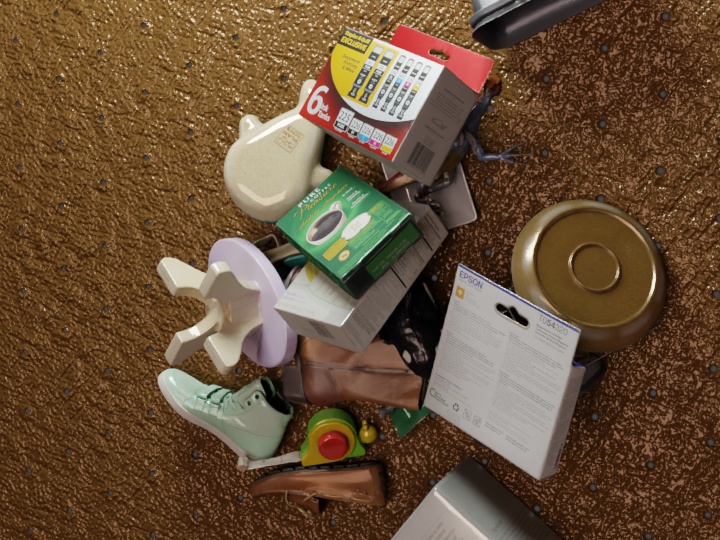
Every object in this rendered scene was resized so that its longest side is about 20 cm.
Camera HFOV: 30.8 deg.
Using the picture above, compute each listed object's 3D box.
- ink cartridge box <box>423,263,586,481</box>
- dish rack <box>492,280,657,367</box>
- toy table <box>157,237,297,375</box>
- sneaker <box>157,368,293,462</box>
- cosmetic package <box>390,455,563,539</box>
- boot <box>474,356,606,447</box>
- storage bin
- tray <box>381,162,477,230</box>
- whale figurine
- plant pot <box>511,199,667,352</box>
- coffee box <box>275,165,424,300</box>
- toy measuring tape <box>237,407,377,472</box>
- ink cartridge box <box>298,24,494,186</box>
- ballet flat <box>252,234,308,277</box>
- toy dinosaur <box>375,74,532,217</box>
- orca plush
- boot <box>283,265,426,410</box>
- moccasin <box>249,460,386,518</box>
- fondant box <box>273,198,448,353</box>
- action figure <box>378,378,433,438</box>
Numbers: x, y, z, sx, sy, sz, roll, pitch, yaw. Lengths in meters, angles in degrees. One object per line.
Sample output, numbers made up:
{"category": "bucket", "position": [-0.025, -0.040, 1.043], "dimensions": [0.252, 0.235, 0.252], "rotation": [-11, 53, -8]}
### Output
{"category": "ink cartridge box", "position": [0.177, 0.118, 1.579], "dimensions": [0.196, 0.043, 0.202], "rotation": [31, 117, 38]}
{"category": "dish rack", "position": [0.264, 0.050, 1.627], "dimensions": [0.199, 0.055, 0.155], "rotation": [-29, 75, 2]}
{"category": "toy table", "position": [-0.182, 0.050, 1.736], "dimensions": [0.200, 0.116, 0.185], "rotation": [44, 127, 33]}
{"category": "sneaker", "position": [-0.184, 0.174, 1.848], "dimensions": [0.199, 0.074, 0.119], "rotation": [35, 115, 4]}
{"category": "cosmetic package", "position": [0.145, 0.382, 1.696], "dimensions": [0.200, 0.166, 0.168], "rotation": [41, 109, 11]}
{"category": "boot", "position": [0.202, 0.126, 1.671], "dimensions": [0.199, 0.070, 0.133], "rotation": [-29, 90, 5]}
{"category": "storage bin", "position": [0.209, -0.380, 1.594], "dimensions": [0.198, 0.145, 0.136], "rotation": [-25, 78, 22]}
{"category": "tray", "position": [0.081, -0.148, 1.730], "dimensions": [0.106, 0.022, 0.202], "rotation": [-17, 91, 24]}
{"category": "whale figurine", "position": [-0.096, -0.156, 1.772], "dimensions": [0.158, 0.104, 0.201], "rotation": [34, 84, 11]}
{"category": "plant pot", "position": [0.284, 0.000, 1.598], "dimensions": [0.197, 0.028, 0.202], "rotation": [3, 67, -7]}
{"category": "coffee box", "position": [-0.016, -0.052, 1.651], "dimensions": [0.123, 0.044, 0.200], "rotation": [-43, 35, -7]}
{"category": "toy measuring tape", "position": [-0.076, 0.230, 1.798], "dimensions": [0.197, 0.074, 0.075], "rotation": [-9, 94, 1]}
{"category": "ink cartridge box", "position": [0.044, -0.227, 1.639], "dimensions": [0.199, 0.084, 0.177], "rotation": [30, 92, 45]}
{"category": "ballet flat", "position": [-0.102, -0.025, 1.800], "dimensions": [0.198, 0.069, 0.070], "rotation": [-18, 90, 24]}
{"category": "toy dinosaur", "position": [0.111, -0.168, 1.661], "dimensions": [0.198, 0.105, 0.183], "rotation": [16, 83, 26]}
{"category": "orca plush", "position": [0.071, 0.031, 1.675], "dimensions": [0.104, 0.071, 0.202], "rotation": [4, 68, 1]}
{"category": "boot", "position": [-0.009, 0.088, 1.729], "dimensions": [0.198, 0.068, 0.191], "rotation": [-2, 84, 24]}
{"category": "moccasin", "position": [-0.059, 0.308, 1.823], "dimensions": [0.199, 0.074, 0.079], "rotation": [-5, 86, 13]}
{"category": "fondant box", "position": [0.000, 0.000, 1.668], "dimensions": [0.144, 0.058, 0.201], "rotation": [12, 58, 49]}
{"category": "action figure", "position": [0.102, 0.125, 1.743], "dimensions": [0.199, 0.055, 0.119], "rotation": [-33, 82, 18]}
